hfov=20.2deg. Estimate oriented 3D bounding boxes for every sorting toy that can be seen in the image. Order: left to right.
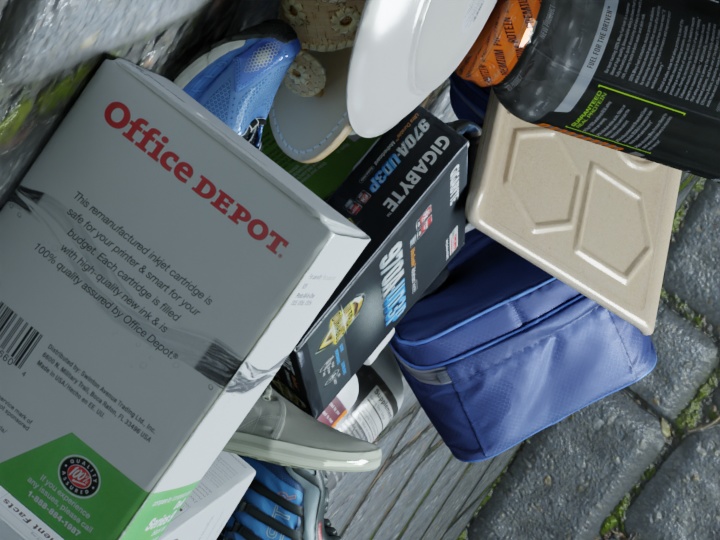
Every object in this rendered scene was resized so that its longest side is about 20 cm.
[{"bbox_3d":[0.142,-0.077,1.317,0.036,0.200,0.186,-9,-122,44],"label":"sorting toy"}]

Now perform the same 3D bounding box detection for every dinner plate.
[{"bbox_3d":[0.051,-0.158,1.077,0.200,0.024,0.200,-56,166,-23],"label":"dinner plate"}]

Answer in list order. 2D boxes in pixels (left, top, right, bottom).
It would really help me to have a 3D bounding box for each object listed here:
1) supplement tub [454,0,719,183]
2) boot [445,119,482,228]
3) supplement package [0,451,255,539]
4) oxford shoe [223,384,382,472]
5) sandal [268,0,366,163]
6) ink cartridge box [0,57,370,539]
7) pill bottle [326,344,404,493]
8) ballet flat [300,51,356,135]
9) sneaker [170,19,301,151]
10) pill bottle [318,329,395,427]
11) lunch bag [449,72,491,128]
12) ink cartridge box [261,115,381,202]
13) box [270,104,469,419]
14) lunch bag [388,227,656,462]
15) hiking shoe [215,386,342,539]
[{"bbox_3d":[0.163,-0.133,1.210,0.123,0.199,0.123,-164,-90,-73],"label":"supplement tub"},{"bbox_3d":[0.021,-0.022,1.368,0.074,0.095,0.201,42,56,-37],"label":"boot"},{"bbox_3d":[-0.176,0.166,1.259,0.114,0.109,0.200,-59,166,28],"label":"supplement package"},{"bbox_3d":[-0.079,0.083,1.235,0.075,0.199,0.058,157,-52,-79],"label":"oxford shoe"},{"bbox_3d":[-0.015,-0.160,1.069,0.070,0.078,0.212,8,115,-53],"label":"sandal"},{"bbox_3d":[-0.112,0.019,0.990,0.200,0.146,0.084,-54,167,7],"label":"ink cartridge box"},{"bbox_3d":[-0.038,0.103,1.584,0.200,0.116,0.116,-49,168,-17],"label":"pill bottle"},{"bbox_3d":[0.015,-0.173,1.137,0.201,0.067,0.064,-64,-162,9],"label":"ballet flat"},{"bbox_3d":[-0.073,-0.045,1.085,0.079,0.089,0.200,-35,157,-56],"label":"sneaker"},{"bbox_3d":[-0.071,0.091,1.436,0.200,0.109,0.110,-50,168,-10],"label":"pill bottle"},{"bbox_3d":[0.151,-0.159,1.450,0.200,0.136,0.132,-49,167,-10],"label":"lunch bag"},{"bbox_3d":[-0.053,-0.020,1.266,0.148,0.076,0.200,-41,163,-42],"label":"ink cartridge box"},{"bbox_3d":[0.000,0.000,1.230,0.159,0.046,0.200,-50,168,-12],"label":"box"},{"bbox_3d":[0.119,0.029,1.505,0.200,0.133,0.136,-29,-153,-1],"label":"lunch bag"},{"bbox_3d":[-0.066,0.153,1.348,0.086,0.201,0.074,-19,-168,-11],"label":"hiking shoe"}]
